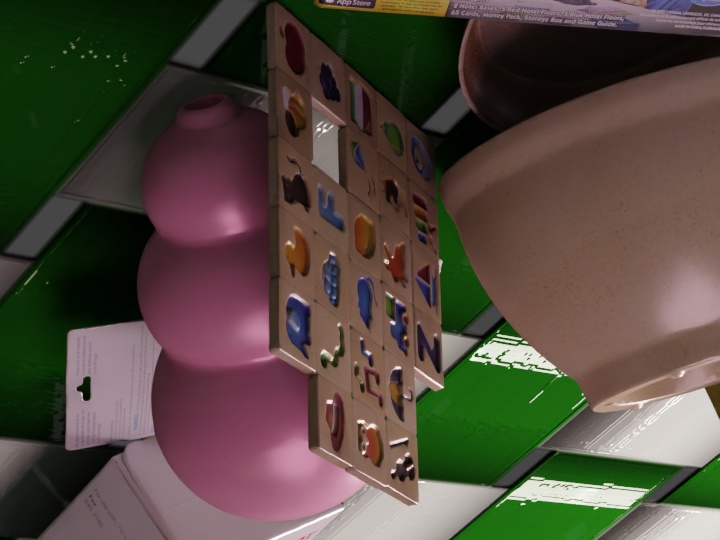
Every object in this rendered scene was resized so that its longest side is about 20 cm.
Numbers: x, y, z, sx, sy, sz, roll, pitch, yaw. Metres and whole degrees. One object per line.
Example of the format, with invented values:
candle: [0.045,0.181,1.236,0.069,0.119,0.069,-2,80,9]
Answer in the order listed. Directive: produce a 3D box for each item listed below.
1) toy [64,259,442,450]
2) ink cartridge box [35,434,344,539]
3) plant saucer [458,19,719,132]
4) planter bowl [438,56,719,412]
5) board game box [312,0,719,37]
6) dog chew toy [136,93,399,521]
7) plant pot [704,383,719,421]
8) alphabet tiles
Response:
toy: [-0.061,0.033,1.145,0.198,0.048,0.116,-8,145,-14]
ink cartridge box: [-0.126,0.175,1.253,0.146,0.086,0.200,-16,157,-52]
plant saucer: [0.134,-0.137,1.031,0.198,0.032,0.201,-16,149,-10]
planter bowl: [0.152,-0.009,1.082,0.198,0.136,0.200,-16,168,-3]
board game box: [0.091,-0.196,0.861,0.198,0.062,0.201,2,131,-20]
dog chew toy: [-0.051,0.015,1.023,0.123,0.125,0.202,-17,111,-10]
plant pot: [0.280,0.037,1.254,0.194,0.195,0.200,-20,154,-6]
alphabet tiles: [0.000,0.000,0.997,0.007,0.202,0.167,-12,155,24]
